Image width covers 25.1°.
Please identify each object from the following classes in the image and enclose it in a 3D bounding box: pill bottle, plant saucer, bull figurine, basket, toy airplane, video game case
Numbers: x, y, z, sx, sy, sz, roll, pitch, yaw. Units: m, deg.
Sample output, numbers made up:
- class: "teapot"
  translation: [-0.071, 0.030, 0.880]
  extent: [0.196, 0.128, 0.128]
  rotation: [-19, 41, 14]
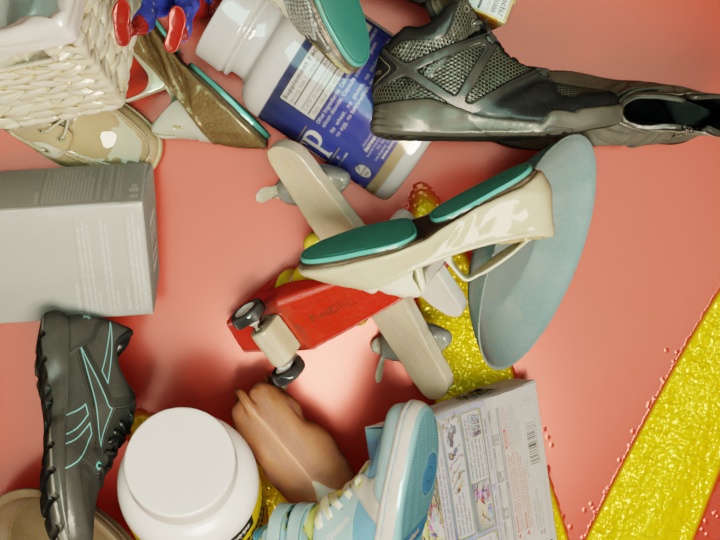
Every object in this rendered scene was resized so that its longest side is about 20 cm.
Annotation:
- class: "pill bottle"
  translation: [-0.133, 0.181, 1.291]
  extent: [0.111, 0.200, 0.114]
  rotation: [0, 67, 1]
- class: "pill bottle"
  translation: [-0.029, -0.160, 1.324]
  extent: [0.199, 0.120, 0.120]
  rotation: [33, 92, -4]
- class: "plant saucer"
  translation: [-0.233, 0.263, 1.337]
  extent: [0.198, 0.029, 0.202]
  rotation: [17, 123, 27]
- class: "bull figurine"
  translation: [-0.039, 0.172, 1.345]
  extent: [0.065, 0.121, 0.201]
  rotation: [-33, 95, 1]
- class: "basket"
  translation: [-0.247, -0.225, 1.258]
  extent: [0.134, 0.124, 0.202]
  rotation: [-7, 60, 18]
- class: "plant saucer"
  translation: [0.132, -0.020, 1.322]
  extent: [0.038, 0.201, 0.203]
  rotation: [22, 93, 25]
- class: "toy airplane"
  translation: [0.000, 0.000, 1.325]
  extent: [0.197, 0.142, 0.202]
  rotation: [16, 121, 2]
- class: "video game case"
  translation: [0.090, 0.207, 1.338]
  extent: [0.045, 0.180, 0.203]
  rotation: [-5, 95, 42]

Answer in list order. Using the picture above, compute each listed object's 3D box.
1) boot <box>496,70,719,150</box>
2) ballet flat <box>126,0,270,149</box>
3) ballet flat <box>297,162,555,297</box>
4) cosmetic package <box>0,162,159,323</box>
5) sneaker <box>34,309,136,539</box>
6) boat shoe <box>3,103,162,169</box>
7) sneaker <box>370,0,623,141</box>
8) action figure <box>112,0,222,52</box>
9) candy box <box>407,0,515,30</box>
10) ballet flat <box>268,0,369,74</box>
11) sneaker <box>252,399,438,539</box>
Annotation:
- class: "boot"
  translation: [0.206, -0.134, 1.331]
  extent: [0.197, 0.131, 0.069]
  rotation: [0, 94, -3]
- class: "ballet flat"
  translation: [-0.164, -0.157, 1.343]
  extent: [0.072, 0.068, 0.200]
  rotation: [-43, 92, -2]
- class: "ballet flat"
  translation: [0.053, -0.015, 1.205]
  extent: [0.198, 0.069, 0.070]
  rotation: [-21, 95, 8]
- class: "cosmetic package"
  translation: [-0.268, -0.021, 1.326]
  extent: [0.197, 0.090, 0.108]
  rotation: [-1, 117, -1]
- class: "sneaker"
  translation: [-0.212, 0.125, 1.267]
  extent: [0.078, 0.075, 0.202]
  rotation: [2, 67, -19]
- class: "boat shoe"
  translation: [-0.259, -0.131, 1.342]
  extent: [0.198, 0.065, 0.073]
  rotation: [27, 92, -4]
- class: "sneaker"
  translation: [0.107, -0.156, 1.246]
  extent: [0.197, 0.076, 0.116]
  rotation: [2, 91, -4]
- class: "action figure"
  translation: [-0.141, -0.236, 1.270]
  extent: [0.064, 0.200, 0.100]
  rotation: [9, 106, 3]
- class: "candy box"
  translation: [0.031, -0.257, 1.322]
  extent: [0.198, 0.115, 0.056]
  rotation: [21, 94, -4]
- class: "ballet flat"
  translation: [-0.052, -0.244, 1.240]
  extent: [0.071, 0.072, 0.202]
  rotation: [-20, 105, -1]
- class: "sneaker"
  translation: [-0.017, 0.183, 1.240]
  extent: [0.129, 0.079, 0.203]
  rotation: [16, 103, 21]
